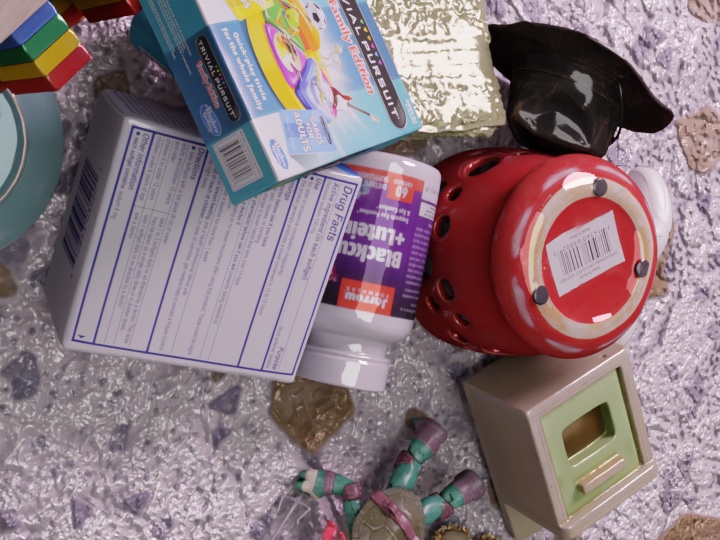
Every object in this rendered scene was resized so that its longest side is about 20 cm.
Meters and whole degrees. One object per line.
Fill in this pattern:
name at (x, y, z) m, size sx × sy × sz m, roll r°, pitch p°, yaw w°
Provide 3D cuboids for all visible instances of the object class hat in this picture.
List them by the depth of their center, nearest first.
hat at (0.182, -0.149, 0.960) m, size 0.200 × 0.200 × 0.081 m, roll 29°, pitch 86°, yaw -26°

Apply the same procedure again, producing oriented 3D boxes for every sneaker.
sneaker at (0.261, -0.018, 1.074) m, size 0.080 × 0.070 × 0.201 m, roll 20°, pitch 85°, yaw -26°

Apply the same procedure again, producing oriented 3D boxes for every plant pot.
plant pot at (0.158, -0.013, 0.960) m, size 0.199 × 0.182 × 0.202 m, roll -4°, pitch 98°, yaw -27°

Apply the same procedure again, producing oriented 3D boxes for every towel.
towel at (0.029, -0.179, 0.878) m, size 0.199 × 0.036 × 0.149 m, roll -7°, pitch 86°, yaw -27°

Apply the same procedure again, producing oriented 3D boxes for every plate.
plate at (-0.324, -0.101, 0.788) m, size 0.199 × 0.026 × 0.202 m, roll -2°, pitch 94°, yaw -28°

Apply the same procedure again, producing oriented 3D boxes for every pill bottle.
pill bottle at (0.000, 0.000, 0.915) m, size 0.111 × 0.111 × 0.201 m, roll 11°, pitch 89°, yaw -28°

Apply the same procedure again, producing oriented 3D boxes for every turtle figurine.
turtle figurine at (0.020, 0.233, 0.958) m, size 0.200 × 0.100 × 0.150 m, roll -37°, pitch 109°, yaw -26°

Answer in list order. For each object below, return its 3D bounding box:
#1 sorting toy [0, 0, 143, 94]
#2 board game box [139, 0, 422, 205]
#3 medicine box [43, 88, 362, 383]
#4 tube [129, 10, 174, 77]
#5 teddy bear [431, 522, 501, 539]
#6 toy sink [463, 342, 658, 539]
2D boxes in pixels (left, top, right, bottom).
sorting toy at (-0.224, -0.189, 0.725) m, size 0.200 × 0.198 × 0.070 m, roll -53°, pitch 125°, yaw -24°
board game box at (-0.047, -0.146, 0.741) m, size 0.200 × 0.047 × 0.152 m, roll -29°, pitch 96°, yaw -54°
medicine box at (-0.126, -0.025, 0.828) m, size 0.199 × 0.103 × 0.183 m, roll 12°, pitch 106°, yaw -29°
tube at (-0.098, -0.141, 0.811) m, size 0.077 × 0.200 × 0.051 m, roll -25°, pitch 150°, yaw -50°
teddy bear at (0.089, 0.351, 1.026) m, size 0.144 × 0.067 × 0.201 m, roll 5°, pitch 85°, yaw -37°
toy sink at (0.205, 0.177, 1.023) m, size 0.130 × 0.112 × 0.201 m, roll -27°, pitch 114°, yaw -22°
